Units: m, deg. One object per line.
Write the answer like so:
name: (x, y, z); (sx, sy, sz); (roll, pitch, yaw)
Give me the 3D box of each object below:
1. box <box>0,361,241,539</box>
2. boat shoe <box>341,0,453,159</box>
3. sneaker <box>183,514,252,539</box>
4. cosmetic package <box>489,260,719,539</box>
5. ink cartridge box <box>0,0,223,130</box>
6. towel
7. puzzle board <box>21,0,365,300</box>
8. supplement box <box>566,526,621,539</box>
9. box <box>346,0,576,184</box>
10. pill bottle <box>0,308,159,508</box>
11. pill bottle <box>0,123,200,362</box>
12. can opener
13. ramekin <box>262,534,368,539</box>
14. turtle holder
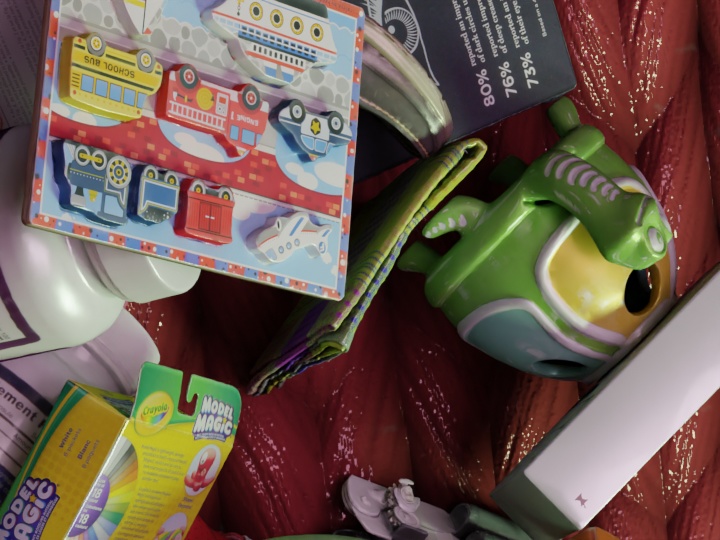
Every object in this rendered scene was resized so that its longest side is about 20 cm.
box: (-0.138, 0.135, 1.322); (0.200, 0.048, 0.117); (-60, 154, 3)
boat shoe: (-0.040, -0.118, 1.354); (0.200, 0.074, 0.073); (40, 86, -16)
sneaker: (-0.038, 0.182, 1.439); (0.112, 0.071, 0.200); (-22, 130, 9)
cosmetic package: (0.167, 0.070, 1.512); (0.052, 0.151, 0.200); (45, 79, 2)
ink cartridge box: (-0.145, -0.083, 1.322); (0.050, 0.200, 0.161); (-66, 140, -56)
towel: (0.000, 0.000, 1.432); (0.023, 0.200, 0.144); (37, 71, -6)
puzzle board: (-0.071, -0.076, 1.238); (0.200, 0.017, 0.151); (15, 76, -45)
supplement box: (0.085, 0.217, 1.484); (0.066, 0.200, 0.069); (26, 49, -32)
box: (0.001, -0.137, 1.472); (0.200, 0.104, 0.148); (-23, 104, -28)
pill bottle: (-0.197, 0.096, 1.358); (0.111, 0.111, 0.200); (48, 69, -24)
pill bottle: (-0.183, -0.010, 1.282); (0.112, 0.200, 0.113); (-12, 90, -71)
can opener: (0.064, 0.171, 1.565); (0.200, 0.053, 0.067); (19, 117, -29)
ramekin: (-0.028, 0.228, 1.366); (0.200, 0.200, 0.098); (28, 35, -29)
turtle holder: (0.122, -0.015, 1.498); (0.132, 0.186, 0.141); (46, 41, 3)
